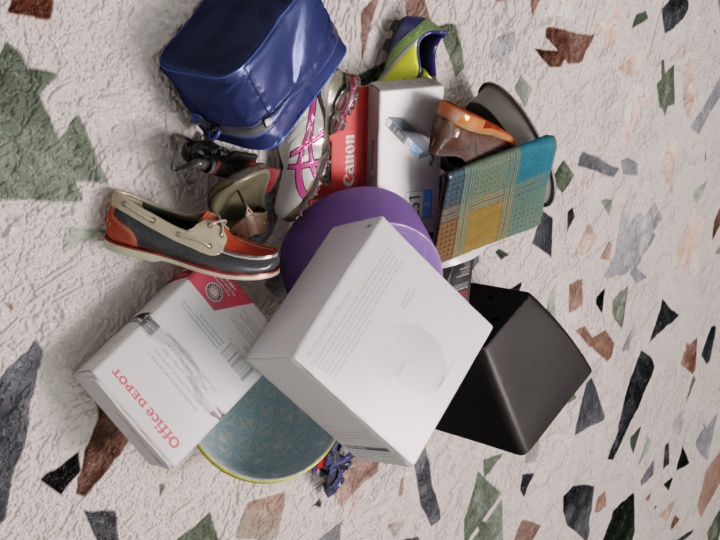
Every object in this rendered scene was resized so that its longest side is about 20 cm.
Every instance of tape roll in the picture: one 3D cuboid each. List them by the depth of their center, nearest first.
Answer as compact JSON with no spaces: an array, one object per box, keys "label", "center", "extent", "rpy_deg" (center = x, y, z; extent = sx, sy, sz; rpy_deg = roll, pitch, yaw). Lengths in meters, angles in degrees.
[{"label":"tape roll","center":[0.000,0.000,1.476],"extent":[0.197,0.085,0.202],"rpy_deg":[-10,127,-13]}]

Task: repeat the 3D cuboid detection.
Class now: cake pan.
[{"label":"cake pan","center":[0.211,-0.173,1.662],"extent":[0.036,0.200,0.202],"rpy_deg":[-28,130,-10]}]

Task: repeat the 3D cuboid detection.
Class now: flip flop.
[{"label":"flip flop","center":[-0.136,-0.052,1.325],"extent":[0.080,0.058,0.201],"rpy_deg":[-27,155,-30]}]

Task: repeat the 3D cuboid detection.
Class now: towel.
[{"label":"towel","center":[0.176,-0.095,1.530],"extent":[0.198,0.022,0.148],"rpy_deg":[-21,134,-32]}]

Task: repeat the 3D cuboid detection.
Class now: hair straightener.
[{"label":"hair straightener","center":[-0.167,-0.122,1.310],"extent":[0.041,0.077,0.199],"rpy_deg":[-61,161,15]}]

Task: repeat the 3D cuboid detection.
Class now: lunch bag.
[{"label":"lunch bag","center":[-0.115,-0.226,1.275],"extent":[0.201,0.135,0.133],"rpy_deg":[-55,139,-19]}]

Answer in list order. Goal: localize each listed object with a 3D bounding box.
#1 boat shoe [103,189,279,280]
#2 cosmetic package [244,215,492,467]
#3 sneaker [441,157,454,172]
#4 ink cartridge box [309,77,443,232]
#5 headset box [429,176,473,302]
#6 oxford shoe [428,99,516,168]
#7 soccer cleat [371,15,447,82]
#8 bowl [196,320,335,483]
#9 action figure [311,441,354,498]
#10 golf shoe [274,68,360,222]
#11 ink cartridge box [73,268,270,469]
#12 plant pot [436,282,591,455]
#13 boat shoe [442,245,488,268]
[{"label":"boat shoe","center":[-0.181,-0.037,1.260],"extent":[0.071,0.197,0.063],"rpy_deg":[-99,-158,-75]},{"label":"cosmetic package","center":[0.011,0.082,1.327],"extent":[0.200,0.122,0.200],"rpy_deg":[44,65,-22]},{"label":"sneaker","center":[0.138,-0.170,1.594],"extent":[0.198,0.074,0.088],"rpy_deg":[27,71,-12]},{"label":"ink cartridge box","center":[0.018,-0.140,1.489],"extent":[0.174,0.045,0.203],"rpy_deg":[-8,114,-20]},{"label":"headset box","center":[0.095,-0.023,1.665],"extent":[0.148,0.077,0.203],"rpy_deg":[-14,114,-47]},{"label":"oxford shoe","center":[0.141,-0.167,1.507],"extent":[0.199,0.071,0.074],"rpy_deg":[12,108,-58]},{"label":"soccer cleat","center":[0.058,-0.234,1.518],"extent":[0.065,0.083,0.203],"rpy_deg":[7,100,-66]},{"label":"bowl","center":[-0.129,0.173,1.435],"extent":[0.200,0.200,0.108],"rpy_deg":[-47,179,-27]},{"label":"action figure","center":[-0.034,0.229,1.633],"extent":[0.192,0.105,0.201],"rpy_deg":[-29,153,-32]},{"label":"golf shoe","center":[-0.074,-0.160,1.422],"extent":[0.091,0.073,0.202],"rpy_deg":[20,104,-11]},{"label":"ink cartridge box","center":[-0.204,0.103,1.311],"extent":[0.200,0.083,0.146],"rpy_deg":[-46,107,-27]},{"label":"plant pot","center":[0.207,0.136,1.788],"extent":[0.199,0.199,0.179],"rpy_deg":[-45,125,-28]},{"label":"boat shoe","center":[0.156,-0.063,1.614],"extent":[0.199,0.069,0.067],"rpy_deg":[-29,106,-36]}]
